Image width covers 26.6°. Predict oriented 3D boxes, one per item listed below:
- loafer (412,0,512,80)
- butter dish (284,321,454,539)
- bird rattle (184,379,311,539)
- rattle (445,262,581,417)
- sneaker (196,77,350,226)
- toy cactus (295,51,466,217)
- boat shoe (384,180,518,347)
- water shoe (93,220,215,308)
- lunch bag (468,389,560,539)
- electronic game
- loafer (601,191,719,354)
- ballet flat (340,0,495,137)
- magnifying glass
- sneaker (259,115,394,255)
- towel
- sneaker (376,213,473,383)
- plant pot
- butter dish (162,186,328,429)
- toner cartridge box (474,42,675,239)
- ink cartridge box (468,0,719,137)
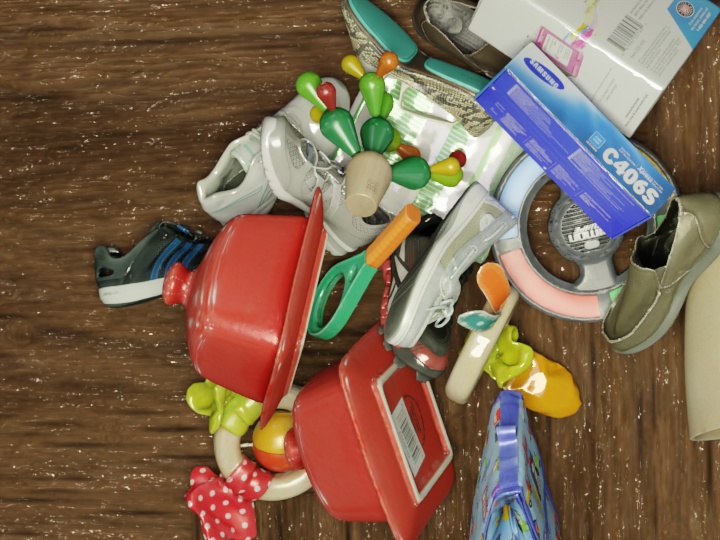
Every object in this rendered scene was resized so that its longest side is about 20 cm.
[{"bbox_3d":[0.140,-0.225,1.559,0.200,0.071,0.073,24,97,8],"label":"loafer"},{"bbox_3d":[-0.007,0.168,1.546,0.148,0.199,0.200,-15,99,22],"label":"butter dish"},{"bbox_3d":[-0.107,0.191,1.615,0.163,0.113,0.200,-4,95,-7],"label":"bird rattle"},{"bbox_3d":[0.160,0.080,1.509,0.143,0.200,0.130,43,61,14],"label":"rattle"},{"bbox_3d":[-0.090,-0.125,1.594,0.200,0.080,0.070,-47,62,7],"label":"sneaker"},{"bbox_3d":[0.022,-0.122,1.503,0.200,0.165,0.102,39,131,-25],"label":"toy cactus"},{"bbox_3d":[0.087,0.000,1.461,0.065,0.202,0.074,35,143,-3],"label":"boat shoe"},{"bbox_3d":[-0.194,-0.019,1.628,0.200,0.072,0.079,-16,88,10],"label":"water shoe"},{"bbox_3d":[0.146,0.228,1.503,0.094,0.151,0.200,-2,125,9],"label":"lunch bag"},{"bbox_3d":[0.231,-0.046,1.561,0.200,0.042,0.200,0,96,3],"label":"electronic game"},{"bbox_3d":[0.286,-0.003,1.488,0.070,0.075,0.200,16,123,-21],"label":"loafer"},{"bbox_3d":[0.051,-0.200,1.565,0.200,0.068,0.075,33,121,4],"label":"ballet flat"},{"bbox_3d":[0.000,0.000,1.562,0.022,0.080,0.200,24,133,-23],"label":"magnifying glass"},{"bbox_3d":[-0.033,-0.096,1.547,0.082,0.200,0.075,-16,52,24],"label":"sneaker"},{"bbox_3d":[0.072,-0.115,1.602,0.200,0.023,0.153,27,97,7],"label":"towel"},{"bbox_3d":[0.067,0.019,1.525,0.071,0.201,0.098,30,125,-29],"label":"sneaker"},{"bbox_3d":[0.395,0.050,1.492,0.187,0.187,0.200,-12,77,10],"label":"plant pot"},{"bbox_3d":[-0.122,0.028,1.502,0.148,0.200,0.200,13,63,-3],"label":"butter dish"},{"bbox_3d":[0.207,-0.124,1.487,0.200,0.095,0.043,46,70,-2],"label":"toner cartridge box"},{"bbox_3d":[0.229,-0.250,1.504,0.200,0.085,0.145,36,56,5],"label":"ink cartridge box"}]
